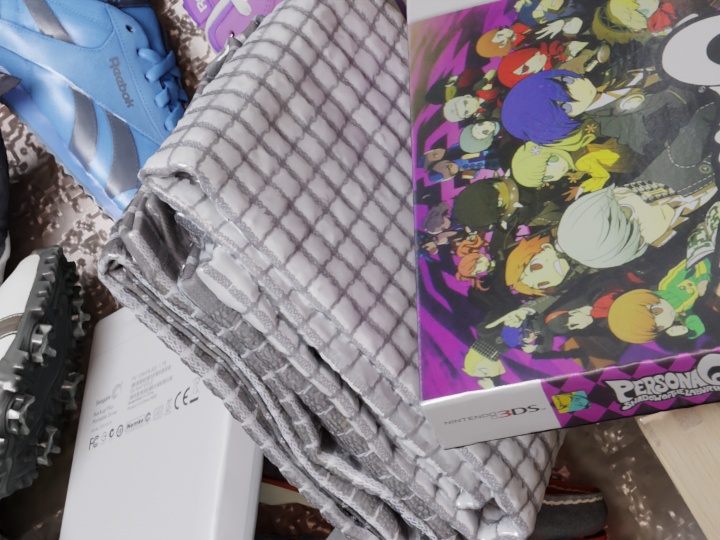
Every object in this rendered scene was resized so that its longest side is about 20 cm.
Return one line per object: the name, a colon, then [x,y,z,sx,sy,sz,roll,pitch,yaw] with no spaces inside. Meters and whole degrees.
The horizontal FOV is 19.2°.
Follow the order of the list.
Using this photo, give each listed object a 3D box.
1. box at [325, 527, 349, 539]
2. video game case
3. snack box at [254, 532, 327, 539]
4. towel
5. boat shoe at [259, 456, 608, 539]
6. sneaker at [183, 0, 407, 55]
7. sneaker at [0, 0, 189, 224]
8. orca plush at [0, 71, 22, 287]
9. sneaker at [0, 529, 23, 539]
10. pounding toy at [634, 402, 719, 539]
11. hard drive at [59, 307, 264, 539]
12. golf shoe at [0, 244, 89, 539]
box: [-0.003,0.223,0.843,0.097,0.124,0.200,18,106,9]
video game case: [0.107,-0.043,0.747,0.181,0.036,0.200,-11,53,15]
snack box: [0.033,0.178,0.918,0.200,0.037,0.116,2,92,14]
towel: [0.000,0.000,0.834,0.200,0.166,0.086,45,132,-15]
boat shoe: [0.012,0.078,0.910,0.200,0.071,0.063,12,90,17]
sneaker: [-0.036,-0.146,0.877,0.114,0.073,0.201,-13,125,20]
sneaker: [-0.104,-0.076,0.938,0.078,0.066,0.200,-44,80,6]
orca plush: [-0.205,-0.018,0.953,0.105,0.071,0.200,-9,125,-19]
sneaker: [-0.199,0.127,0.958,0.200,0.074,0.080,6,87,14]
pounding toy: [0.195,0.047,0.820,0.142,0.200,0.184,-30,98,12]
hard drive: [-0.084,0.100,0.875,0.132,0.027,0.200,-26,50,49]
golf shoe: [-0.181,0.073,0.907,0.094,0.078,0.200,12,66,15]
